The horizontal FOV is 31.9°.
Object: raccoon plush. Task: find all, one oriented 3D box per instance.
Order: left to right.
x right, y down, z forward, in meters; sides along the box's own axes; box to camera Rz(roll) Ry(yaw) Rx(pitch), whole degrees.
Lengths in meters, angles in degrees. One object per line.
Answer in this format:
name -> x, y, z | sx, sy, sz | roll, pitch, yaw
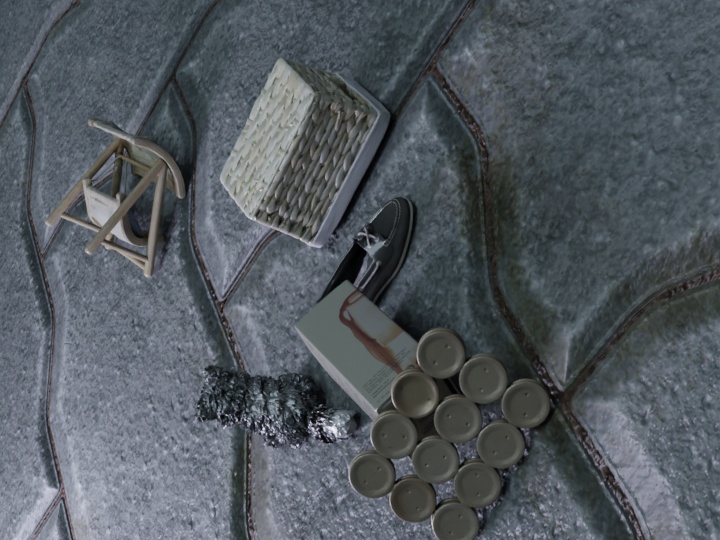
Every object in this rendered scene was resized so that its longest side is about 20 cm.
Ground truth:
raccoon plush -> -0.110, 0.156, 1.539 | 0.199, 0.133, 0.098 | -17, 62, 49

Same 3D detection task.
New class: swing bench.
swing bench -> -0.385, -0.123, 2.031 | 0.198, 0.129, 0.202 | 26, 93, 54

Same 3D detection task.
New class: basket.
basket -> -0.076, -0.155, 1.614 | 0.201, 0.122, 0.136 | -60, 38, 16

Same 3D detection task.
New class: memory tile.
memory tile -> 0.088, 0.170, 1.277 | 0.201, 0.152, 0.017 | -61, 1, 16

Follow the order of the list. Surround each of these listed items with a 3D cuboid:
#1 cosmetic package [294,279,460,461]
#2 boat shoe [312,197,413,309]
cosmetic package -> 0.022, 0.108, 1.393 | 0.087, 0.104, 0.200 | -41, 39, -7
boat shoe -> 0.000, 0.000, 1.519 | 0.067, 0.057, 0.202 | 44, 112, 51
